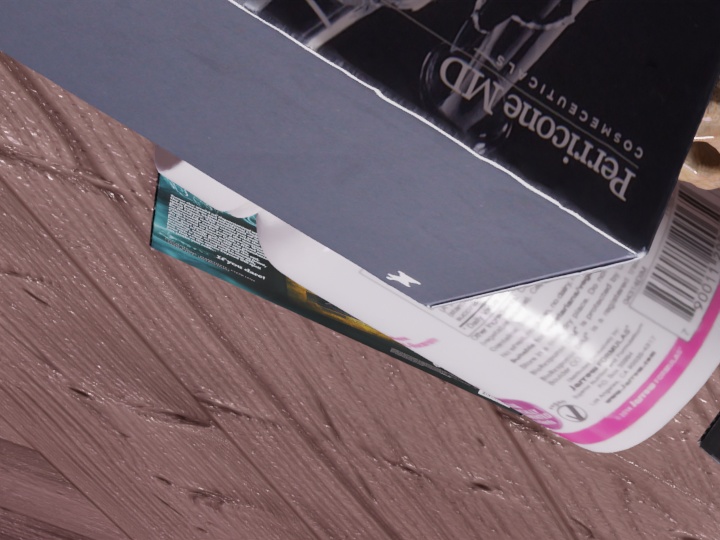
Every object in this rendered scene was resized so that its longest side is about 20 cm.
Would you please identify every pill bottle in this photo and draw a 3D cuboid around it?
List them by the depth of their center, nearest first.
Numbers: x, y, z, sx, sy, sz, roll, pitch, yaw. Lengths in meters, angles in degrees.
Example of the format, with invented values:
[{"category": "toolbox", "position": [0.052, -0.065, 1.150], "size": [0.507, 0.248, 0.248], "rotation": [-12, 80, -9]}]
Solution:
[{"category": "pill bottle", "position": [0.034, -0.027, 0.953], "size": [0.200, 0.114, 0.113], "rotation": [31, 162, -18]}]

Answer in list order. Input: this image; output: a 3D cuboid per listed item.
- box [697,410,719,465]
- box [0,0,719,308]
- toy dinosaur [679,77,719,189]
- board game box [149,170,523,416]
[{"category": "box", "position": [0.230, 0.100, 0.986], "size": [0.160, 0.044, 0.200], "rotation": [40, -167, 27]}, {"category": "box", "position": [-0.003, -0.120, 0.616], "size": [0.200, 0.182, 0.104], "rotation": [30, 162, -20]}, {"category": "toy dinosaur", "position": [0.142, -0.043, 0.759], "size": [0.135, 0.086, 0.200], "rotation": [26, -177, -12]}, {"category": "board game box", "position": [0.000, 0.000, 1.219], "size": [0.200, 0.028, 0.135], "rotation": [25, 162, 1]}]
